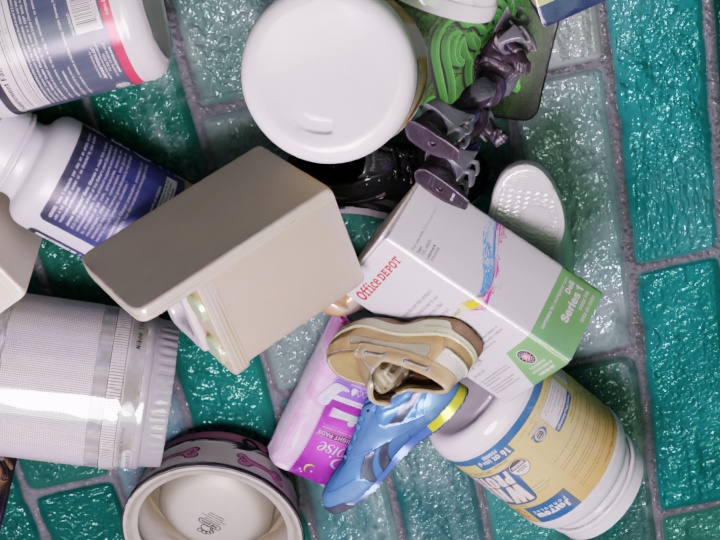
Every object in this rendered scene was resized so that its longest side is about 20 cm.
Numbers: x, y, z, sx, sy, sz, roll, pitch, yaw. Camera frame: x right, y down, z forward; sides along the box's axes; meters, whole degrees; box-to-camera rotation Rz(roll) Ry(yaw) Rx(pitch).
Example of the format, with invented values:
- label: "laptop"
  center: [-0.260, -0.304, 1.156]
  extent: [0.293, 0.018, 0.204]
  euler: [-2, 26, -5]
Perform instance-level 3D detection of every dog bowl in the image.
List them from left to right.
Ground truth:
- label: "dog bowl"
  center: [-0.155, 0.259, 1.480]
  extent: [0.197, 0.074, 0.202]
  euler: [2, 127, 2]

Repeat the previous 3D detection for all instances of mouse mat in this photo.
- label: "mouse mat"
  center: [0.108, -0.239, 1.268]
  extent: [0.159, 0.008, 0.202]
  euler: [6, 120, -7]

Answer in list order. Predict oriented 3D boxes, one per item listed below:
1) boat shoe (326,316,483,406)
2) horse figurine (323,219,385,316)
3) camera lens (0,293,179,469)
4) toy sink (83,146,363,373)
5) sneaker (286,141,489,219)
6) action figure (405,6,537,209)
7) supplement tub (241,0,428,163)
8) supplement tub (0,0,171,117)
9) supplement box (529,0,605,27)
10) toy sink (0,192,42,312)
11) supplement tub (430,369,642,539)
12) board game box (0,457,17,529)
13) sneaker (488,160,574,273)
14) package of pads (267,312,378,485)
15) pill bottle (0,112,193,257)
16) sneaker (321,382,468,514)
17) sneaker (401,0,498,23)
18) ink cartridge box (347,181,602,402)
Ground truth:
- label: "boat shoe"
  center: [0.024, 0.089, 1.269]
  extent: [0.072, 0.077, 0.199]
  euler: [43, 151, -21]
- label: "horse figurine"
  center: [0.000, 0.000, 1.346]
  extent: [0.197, 0.050, 0.135]
  euler: [0, 91, -7]
- label: "camera lens"
  center: [-0.286, 0.110, 1.349]
  extent: [0.197, 0.161, 0.162]
  euler: [9, 119, -9]
- label: "toy sink"
  center: [-0.120, 0.002, 1.204]
  extent: [0.199, 0.130, 0.113]
  euler: [-34, 126, -19]
- label: "sneaker"
  center: [0.026, -0.087, 1.287]
  extent: [0.197, 0.088, 0.077]
  euler: [-3, 79, -3]
- label: "action figure"
  center: [0.110, -0.151, 1.219]
  extent: [0.069, 0.201, 0.131]
  euler: [23, 143, 16]
- label: "supplement tub"
  center: [-0.016, -0.171, 1.168]
  extent: [0.143, 0.200, 0.147]
  euler: [1, 99, 7]
- label: "supplement tub"
  center: [-0.274, -0.213, 1.178]
  extent: [0.197, 0.141, 0.142]
  euler: [-13, 120, 4]
- label: "supplement box"
  center: [0.198, -0.350, 1.135]
  extent: [0.198, 0.135, 0.201]
  euler: [-23, 117, 8]
- label: "toy sink"
  center: [-0.407, -0.050, 1.268]
  extent: [0.111, 0.131, 0.200]
  euler: [-32, 118, 15]
- label: "supplement tub"
  center: [0.184, 0.175, 1.420]
  extent: [0.199, 0.145, 0.145]
  euler: [38, 111, -22]
- label: "board game box"
  center: [-0.408, 0.203, 1.371]
  extent: [0.034, 0.201, 0.136]
  euler: [-25, 119, 10]
- label: "sneaker"
  center: [0.162, -0.053, 1.308]
  extent: [0.073, 0.119, 0.202]
  euler: [-8, 135, 11]
- label: "package of pads"
  center: [-0.007, 0.133, 1.432]
  extent: [0.119, 0.076, 0.201]
  euler: [21, 116, -11]
- label: "pill bottle"
  center: [-0.258, -0.074, 1.275]
  extent: [0.199, 0.111, 0.111]
  euler: [29, 114, -19]
- label: "sneaker"
  center: [0.017, 0.159, 1.372]
  extent: [0.078, 0.066, 0.200]
  euler: [39, 108, -13]
- label: "sneaker"
  center: [0.049, -0.301, 1.184]
  extent: [0.198, 0.074, 0.116]
  euler: [23, 120, -11]
- label: "ink cartridge box"
  center: [0.098, 0.019, 1.256]
  extent: [0.199, 0.084, 0.145]
  euler: [34, 154, -4]
